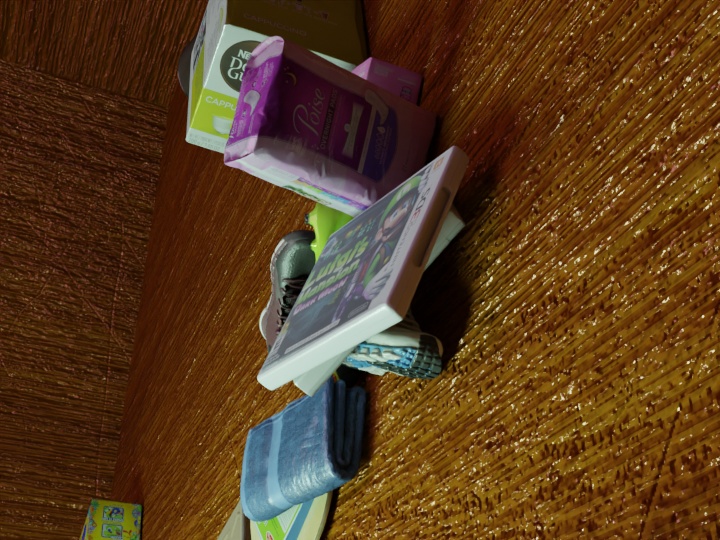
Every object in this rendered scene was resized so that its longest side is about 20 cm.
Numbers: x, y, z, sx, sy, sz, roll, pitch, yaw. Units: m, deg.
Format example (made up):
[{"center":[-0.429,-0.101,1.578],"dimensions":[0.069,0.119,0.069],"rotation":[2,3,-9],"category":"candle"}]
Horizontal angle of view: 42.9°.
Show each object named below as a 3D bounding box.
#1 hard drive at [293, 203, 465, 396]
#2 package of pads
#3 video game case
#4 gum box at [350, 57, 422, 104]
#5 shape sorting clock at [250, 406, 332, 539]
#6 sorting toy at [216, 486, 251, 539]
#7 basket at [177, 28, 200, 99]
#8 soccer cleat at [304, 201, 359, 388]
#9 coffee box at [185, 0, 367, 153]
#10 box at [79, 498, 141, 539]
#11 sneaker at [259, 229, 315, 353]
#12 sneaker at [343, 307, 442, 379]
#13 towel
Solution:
[{"center":[0.010,0.008,0.830],"dimensions":[0.200,0.027,0.132],"rotation":[-48,16,11],"category":"hard drive"},{"center":[-0.024,-0.128,0.883],"dimensions":[0.075,0.197,0.123],"rotation":[-7,67,56],"category":"package of pads"},{"center":[0.000,0.000,0.787],"dimensions":[0.199,0.023,0.183],"rotation":[-33,24,48],"category":"video game case"},{"center":[-0.006,-0.157,1.056],"dimensions":[0.199,0.065,0.116],"rotation":[173,110,-70],"category":"gum box"},{"center":[-0.078,0.249,1.048],"dimensions":[0.200,0.039,0.203],"rotation":[-41,38,42],"category":"shape sorting clock"},{"center":[-0.163,0.409,1.209],"dimensions":[0.187,0.036,0.202],"rotation":[-96,22,-43],"category":"sorting toy"},{"center":[-0.325,-0.498,2.091],"dimensions":[0.199,0.134,0.184],"rotation":[-33,51,59],"category":"basket"},{"center":[-0.009,0.022,0.960],"dimensions":[0.068,0.079,0.205],"rotation":[-40,-56,-84],"category":"soccer cleat"},{"center":[-0.117,-0.286,1.255],"dimensions":[0.203,0.196,0.199],"rotation":[-95,27,-42],"category":"coffee box"},{"center":[-0.581,0.668,2.094],"dimensions":[0.194,0.120,0.202],"rotation":[-105,33,-51],"category":"box"},{"center":[-0.076,0.055,1.137],"dimensions":[0.202,0.074,0.117],"rotation":[107,158,-44],"category":"sneaker"},{"center":[0.023,0.050,0.847],"dimensions":[0.199,0.074,0.088],"rotation":[-5,66,69],"category":"sneaker"},{"center":[-0.069,0.194,0.977],"dimensions":[0.199,0.048,0.114],"rotation":[-36,42,45],"category":"towel"}]
